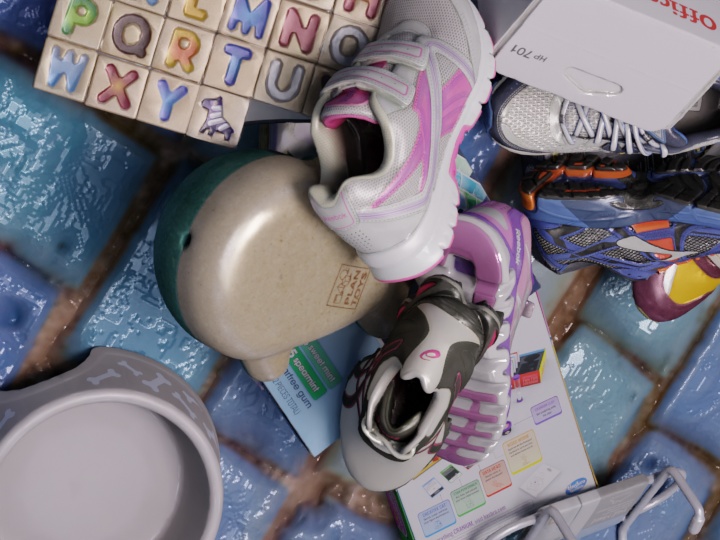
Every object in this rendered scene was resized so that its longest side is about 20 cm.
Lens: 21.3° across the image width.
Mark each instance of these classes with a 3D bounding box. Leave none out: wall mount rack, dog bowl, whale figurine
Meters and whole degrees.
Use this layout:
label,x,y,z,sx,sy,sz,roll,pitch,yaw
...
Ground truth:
label,x,y,z,sx,sy,sz,roll,pitch,yaw
wall mount rack,0.173,0.227,1.463,0.199,0.075,0.174,-14,148,-28
dog bowl,-0.185,0.155,1.321,0.199,0.059,0.201,-7,110,-19
whale figurine,-0.047,-0.010,1.220,0.200,0.104,0.160,9,104,-48

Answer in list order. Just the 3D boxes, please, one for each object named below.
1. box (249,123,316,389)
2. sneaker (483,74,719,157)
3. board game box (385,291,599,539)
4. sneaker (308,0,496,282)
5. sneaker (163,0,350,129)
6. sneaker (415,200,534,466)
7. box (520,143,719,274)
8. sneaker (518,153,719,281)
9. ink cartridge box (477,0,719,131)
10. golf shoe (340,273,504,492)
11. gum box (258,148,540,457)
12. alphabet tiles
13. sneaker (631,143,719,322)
label,x,y,z,sx,sy,sz,roll,pitch,yaw
box,-0.051,-0.018,1.326,0.039,0.041,0.201,-2,108,-20
sneaker,0.183,-0.113,1.307,0.199,0.085,0.077,-7,108,-17
board game box,0.078,0.103,1.413,0.152,0.040,0.201,-24,113,-12
sneaker,0.021,-0.099,1.156,0.088,0.081,0.201,33,57,-43
sneaker,-0.042,-0.172,1.242,0.201,0.077,0.147,-4,108,0
sneaker,0.079,0.038,1.282,0.088,0.080,0.201,-45,147,-51
box,0.194,-0.112,1.385,0.161,0.049,0.201,-17,112,-18
sneaker,0.210,-0.032,1.327,0.199,0.075,0.079,6,126,18
ink cartridge box,0.152,-0.208,1.253,0.146,0.201,0.086,18,136,-25
golf shoe,0.021,0.088,1.232,0.077,0.088,0.200,29,136,6
gum box,0.000,0.000,1.305,0.200,0.045,0.170,-36,115,-7
alphabet tiles,-0.086,-0.165,1.197,0.199,0.008,0.168,16,95,-11
sneaker,0.271,-0.042,1.361,0.075,0.090,0.200,35,91,-28
